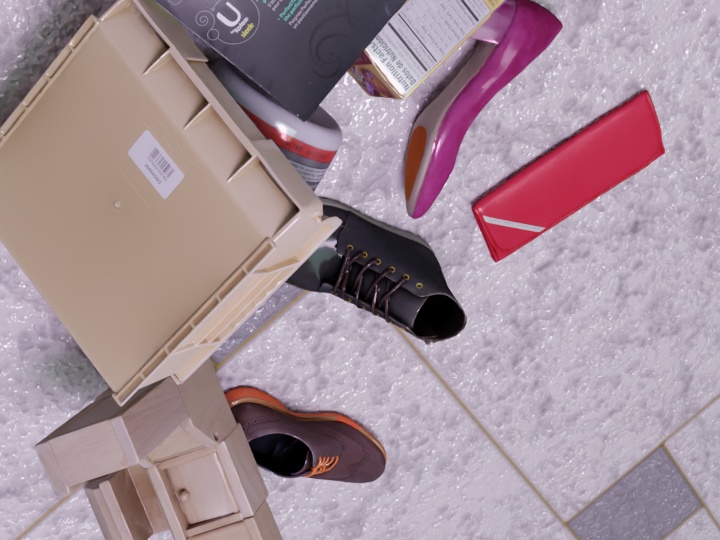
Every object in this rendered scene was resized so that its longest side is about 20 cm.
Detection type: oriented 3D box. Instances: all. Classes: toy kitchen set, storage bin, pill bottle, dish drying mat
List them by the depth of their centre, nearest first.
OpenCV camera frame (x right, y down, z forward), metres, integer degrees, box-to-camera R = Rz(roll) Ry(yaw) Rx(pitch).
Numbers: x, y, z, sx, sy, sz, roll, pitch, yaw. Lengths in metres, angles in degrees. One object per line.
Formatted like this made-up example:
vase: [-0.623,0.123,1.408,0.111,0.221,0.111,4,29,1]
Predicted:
storage bin: [-0.146,-0.050,0.772,0.198,0.201,0.094,-43,171,21]
pill bottle: [-0.107,-0.051,0.870,0.115,0.116,0.202,21,109,-32]
toy kitchen set: [-0.188,0.203,0.919,0.161,0.180,0.203,-20,97,17]
dish drying mat: [0.199,-0.086,1.048,0.198,0.018,0.077,-32,126,-3]

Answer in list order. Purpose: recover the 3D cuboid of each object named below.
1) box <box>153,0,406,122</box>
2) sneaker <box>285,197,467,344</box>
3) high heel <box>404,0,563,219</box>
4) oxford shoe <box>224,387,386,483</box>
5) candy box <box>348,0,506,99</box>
box: [-0.088,-0.227,0.752,0.199,0.149,0.125,35,103,-35]
sneaker: [0.000,0.000,0.954,0.197,0.107,0.076,10,115,-29]
high heel: [0.101,-0.133,0.947,0.094,0.067,0.203,12,101,-18]
oxford shoe: [-0.050,0.177,1.059,0.198,0.073,0.072,21,109,-32]
candy box: [0.073,-0.216,0.834,0.200,0.117,0.057,-43,106,-2]
